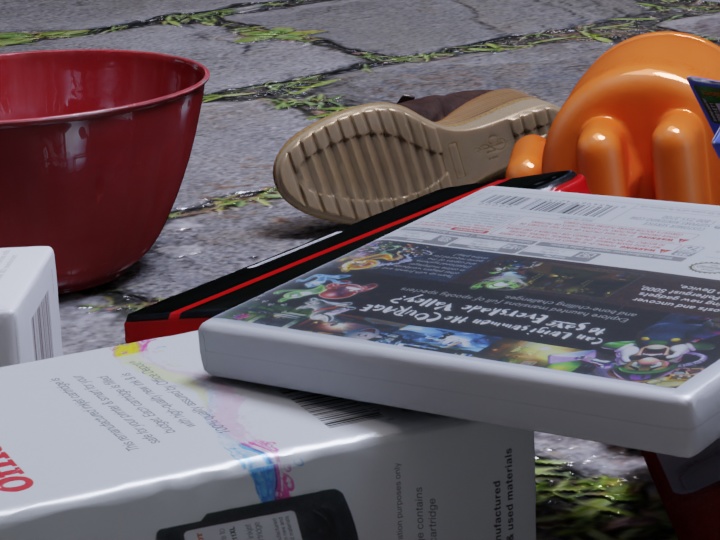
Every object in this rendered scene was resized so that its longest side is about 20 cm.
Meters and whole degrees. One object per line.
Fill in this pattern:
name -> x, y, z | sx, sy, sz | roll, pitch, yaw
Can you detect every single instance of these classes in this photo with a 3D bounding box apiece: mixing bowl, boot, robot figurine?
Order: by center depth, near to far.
robot figurine -> 0.162, -0.065, 1.179 | 0.144, 0.117, 0.200 | -45, 3, 21
mixing bowl -> -0.179, -0.051, 1.199 | 0.198, 0.110, 0.200 | -2, 17, 1
boot -> 0.015, -0.069, 1.349 | 0.198, 0.073, 0.166 | -12, 6, -24

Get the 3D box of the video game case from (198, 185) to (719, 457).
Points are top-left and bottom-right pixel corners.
video game case -> 0.074, 0.011, 0.765 | 0.199, 0.024, 0.181 | 7, 22, 38

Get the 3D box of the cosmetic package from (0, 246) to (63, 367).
cosmetic package -> -0.237, 0.039, 0.961 | 0.198, 0.072, 0.102 | -2, 16, 3

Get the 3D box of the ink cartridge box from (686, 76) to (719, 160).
ink cartridge box -> 0.241, -0.023, 0.999 | 0.199, 0.120, 0.042 | 20, 67, 40

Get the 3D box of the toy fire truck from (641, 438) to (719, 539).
toy fire truck -> 0.181, 0.035, 0.870 | 0.167, 0.113, 0.200 | -23, 17, 4

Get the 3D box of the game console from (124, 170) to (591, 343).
game console -> 0.000, 0.000, 1.040 | 0.199, 0.031, 0.177 | -22, 7, -23

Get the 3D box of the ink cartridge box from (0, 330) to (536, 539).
ink cartridge box -> -0.059, 0.081, 0.764 | 0.198, 0.084, 0.146 | -10, 18, -24
